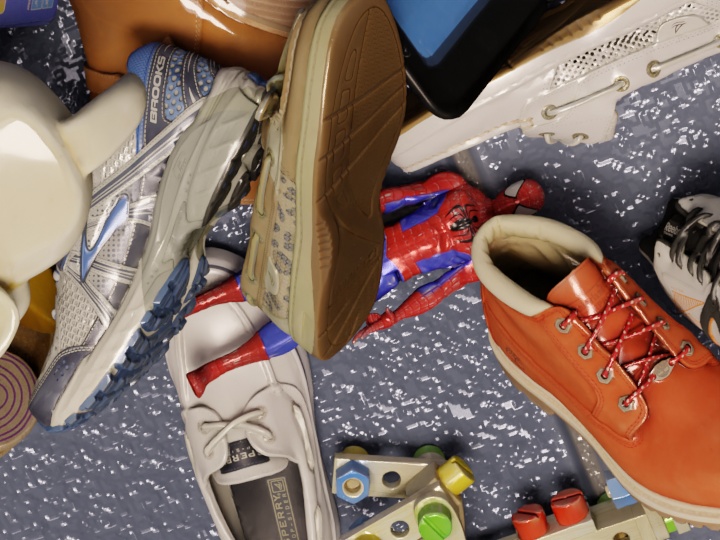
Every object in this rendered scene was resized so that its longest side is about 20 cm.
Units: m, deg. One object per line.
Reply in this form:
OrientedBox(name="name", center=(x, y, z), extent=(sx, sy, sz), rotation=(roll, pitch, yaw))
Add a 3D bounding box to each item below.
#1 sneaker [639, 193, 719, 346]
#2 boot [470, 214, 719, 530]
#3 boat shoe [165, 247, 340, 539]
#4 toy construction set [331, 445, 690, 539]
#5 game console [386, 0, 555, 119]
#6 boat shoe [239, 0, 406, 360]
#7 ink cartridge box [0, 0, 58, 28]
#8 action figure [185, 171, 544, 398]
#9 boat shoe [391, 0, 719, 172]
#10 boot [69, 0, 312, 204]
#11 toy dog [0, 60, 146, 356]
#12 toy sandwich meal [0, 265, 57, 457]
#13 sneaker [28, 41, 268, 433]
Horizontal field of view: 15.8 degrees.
OrientedBox(name="sneaker", center=(0.175, 0.004, 1.228), extent=(0.080, 0.200, 0.074), rotation=(38, 88, -4))
OrientedBox(name="boot", center=(0.129, 0.046, 1.239), extent=(0.075, 0.200, 0.107), rotation=(-45, 145, -16))
OrientedBox(name="boat shoe", center=(-0.059, 0.087, 1.340), extent=(0.072, 0.066, 0.201), rotation=(-9, 112, 7))
OrientedBox(name="toy construction set", center=(0.093, 0.130, 1.345), extent=(0.199, 0.092, 0.132), rotation=(-14, 112, 20))
OrientedBox(name="game console", center=(0.055, -0.204, 1.182), extent=(0.176, 0.116, 0.200), rotation=(-32, 109, 15))
OrientedBox(name="boat shoe", center=(-0.026, -0.046, 1.186), extent=(0.063, 0.073, 0.201), rotation=(27, 133, 24))
OrientedBox(name="ink cartridge box", center=(-0.201, -0.189, 1.169), extent=(0.199, 0.076, 0.137), rotation=(17, 106, 25))
OrientedBox(name="action figure", center=(0.000, 0.000, 1.291), extent=(0.199, 0.052, 0.066), rotation=(-24, 86, -6))
OrientedBox(name="boat shoe", center=(0.102, -0.089, 1.254), extent=(0.199, 0.071, 0.069), rotation=(-27, 110, 13))
OrientedBox(name="boot", center=(-0.119, -0.116, 1.255), extent=(0.199, 0.074, 0.155), rotation=(16, 119, 1))
OrientedBox(name="toy dog", center=(-0.199, -0.056, 1.162), extent=(0.194, 0.200, 0.140), rotation=(-41, 114, 0))
OrientedBox(name="toy sandwich meal", center=(-0.232, 0.007, 1.263), extent=(0.205, 0.206, 0.070), rotation=(24, 154, -8))
OrientedBox(name="sneaker", center=(-0.114, -0.018, 1.231), extent=(0.085, 0.077, 0.201), rotation=(31, 102, 11))
